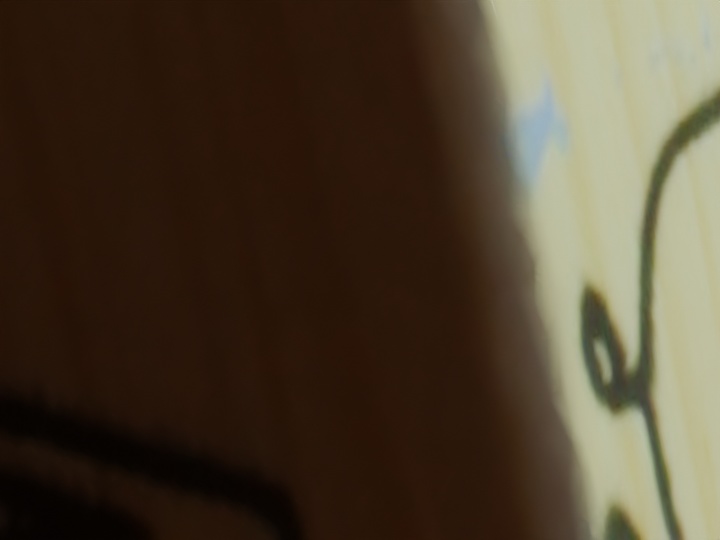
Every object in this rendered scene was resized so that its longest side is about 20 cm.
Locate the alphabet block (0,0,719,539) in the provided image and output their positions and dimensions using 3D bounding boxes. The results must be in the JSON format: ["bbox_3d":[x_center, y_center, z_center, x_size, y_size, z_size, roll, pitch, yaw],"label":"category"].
[{"bbox_3d":[-0.005,0.020,0.558,0.195,0.196,0.201,-22,101,-56],"label":"alphabet block"}]
